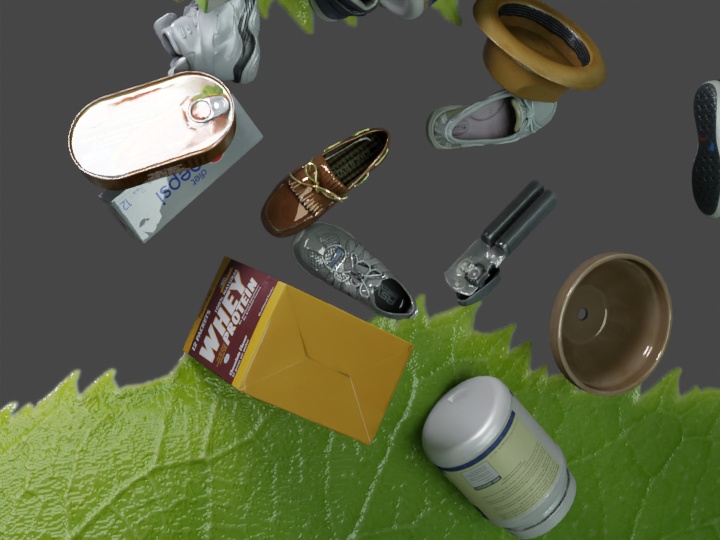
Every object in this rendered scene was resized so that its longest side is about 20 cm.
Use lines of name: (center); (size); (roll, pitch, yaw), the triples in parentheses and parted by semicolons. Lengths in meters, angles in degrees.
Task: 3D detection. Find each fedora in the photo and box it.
fedora: (0.226, -0.284, 1.784); (0.198, 0.202, 0.082); (5, 134, -27)

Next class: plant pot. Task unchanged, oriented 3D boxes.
plant pot: (0.339, 0.070, 1.924); (0.198, 0.092, 0.204); (-5, 101, -27)

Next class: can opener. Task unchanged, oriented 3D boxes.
can opener: (0.196, -0.035, 1.867); (0.200, 0.053, 0.067); (-45, 147, -13)

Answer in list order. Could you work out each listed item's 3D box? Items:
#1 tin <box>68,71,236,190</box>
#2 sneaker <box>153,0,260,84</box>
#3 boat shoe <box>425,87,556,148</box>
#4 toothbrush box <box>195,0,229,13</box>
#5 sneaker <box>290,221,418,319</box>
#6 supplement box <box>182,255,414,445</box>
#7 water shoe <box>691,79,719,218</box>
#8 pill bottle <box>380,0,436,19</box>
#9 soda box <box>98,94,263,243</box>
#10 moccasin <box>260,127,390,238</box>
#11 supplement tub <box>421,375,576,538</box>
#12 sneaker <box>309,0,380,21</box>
tin: (-0.241, -0.163, 1.575); (0.197, 0.042, 0.113); (-17, 71, -4)
sneaker: (-0.182, -0.320, 1.601); (0.113, 0.075, 0.203); (-9, 106, -27)
boat shoe: (0.185, -0.203, 1.812); (0.199, 0.065, 0.076); (-13, 105, -25)
toothbrush box: (-0.170, -0.419, 1.533); (0.145, 0.086, 0.201); (-33, 80, -17)
sneaker: (0.000, 0.000, 1.747); (0.199, 0.082, 0.075); (30, 85, -28)
supplement box: (-0.080, 0.095, 1.657); (0.196, 0.199, 0.134); (26, 88, -28)
water shoe: (0.539, -0.179, 1.991); (0.078, 0.071, 0.203); (-8, 103, -27)
pill bottle: (0.100, -0.420, 1.702); (0.200, 0.115, 0.116); (-42, 114, -14)
soda box: (-0.216, -0.125, 1.626); (0.200, 0.063, 0.069); (-44, 115, -13)
moccasin: (-0.041, -0.113, 1.700); (0.200, 0.078, 0.074); (-32, 88, -18)
supplement tub: (0.193, 0.260, 1.856); (0.145, 0.145, 0.200); (-48, 116, -11)
sneaker: (-0.042, -0.395, 1.620); (0.077, 0.146, 0.204); (-37, 112, -14)
